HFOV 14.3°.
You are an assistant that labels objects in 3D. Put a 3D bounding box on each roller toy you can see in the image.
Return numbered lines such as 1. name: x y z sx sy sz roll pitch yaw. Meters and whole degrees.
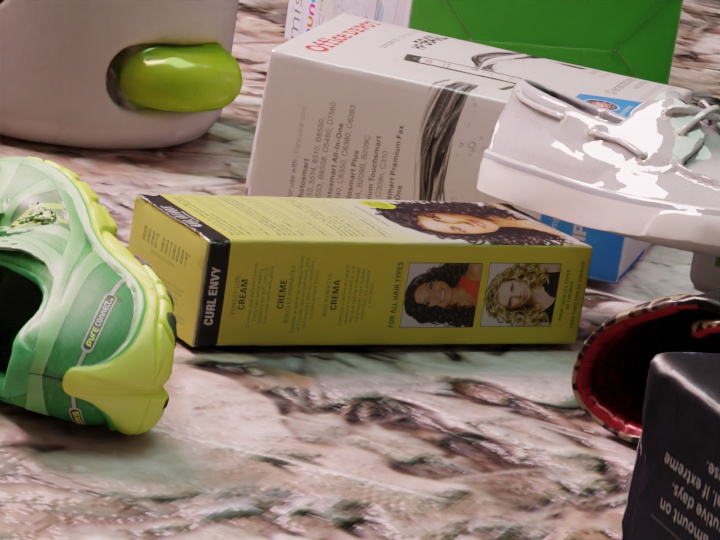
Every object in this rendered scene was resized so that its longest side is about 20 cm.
1. roller toy: -0.159 -0.153 1.560 0.199 0.141 0.183 8 14 -5

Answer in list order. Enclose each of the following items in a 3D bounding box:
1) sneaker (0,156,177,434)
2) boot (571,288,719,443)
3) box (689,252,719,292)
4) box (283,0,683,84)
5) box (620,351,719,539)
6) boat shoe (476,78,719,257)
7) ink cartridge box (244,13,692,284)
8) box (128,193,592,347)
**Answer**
1. sneaker: -0.138 0.002 1.120 0.083 0.075 0.200 6 15 -29
2. boot: 0.198 0.031 1.177 0.199 0.074 0.150 -2 6 43
3. box: 0.292 -0.060 1.351 0.198 0.173 0.200 17 16 26
4. box: 0.077 -0.169 1.861 0.199 0.097 0.176 1 16 -28
5. box: 0.148 0.132 0.571 0.199 0.200 0.123 2 19 -25
6. boat shoe: 0.135 -0.048 1.301 0.072 0.069 0.200 11 4 -37
7. ink cartridge box: 0.057 -0.066 1.483 0.199 0.085 0.146 14 15 12
8. box: 0.000 0.000 1.267 0.199 0.050 0.075 0 17 -32
